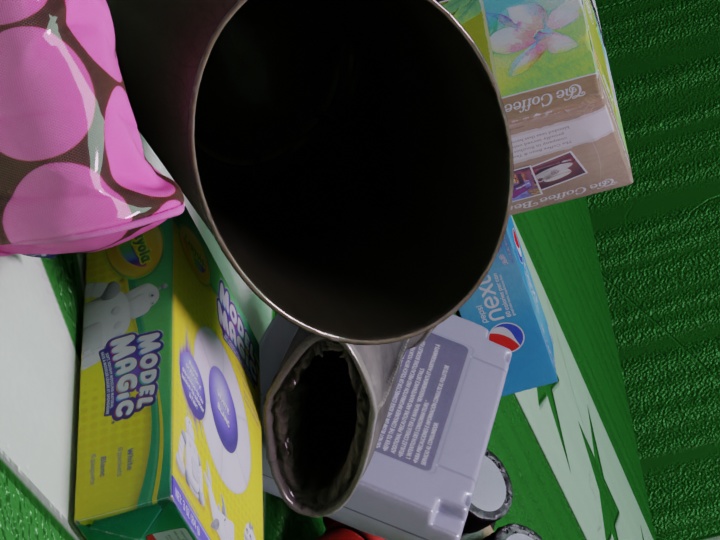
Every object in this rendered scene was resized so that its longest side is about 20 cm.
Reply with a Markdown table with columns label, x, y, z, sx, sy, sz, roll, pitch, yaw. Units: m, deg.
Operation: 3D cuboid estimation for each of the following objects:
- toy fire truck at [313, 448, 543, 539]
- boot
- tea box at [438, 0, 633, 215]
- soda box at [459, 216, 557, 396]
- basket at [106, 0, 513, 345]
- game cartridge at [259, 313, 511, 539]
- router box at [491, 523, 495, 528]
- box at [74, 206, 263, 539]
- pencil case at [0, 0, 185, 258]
| label | x | y | z | sx | sy | sz | roll | pitch | yaw |
| --- | --- | --- | --- | --- | --- | --- | --- | --- | --- |
| toy fire truck | 0.026 | 0.196 | 1.152 | 0.199 | 0.129 | 0.177 | -20 | 78 | -46 |
| boot | 0.002 | -0.001 | 1.083 | 0.200 | 0.072 | 0.183 | -44 | 137 | -63 |
| tea box | 0.091 | -0.153 | 1.720 | 0.134 | 0.199 | 0.198 | 59 | 19 | -58 |
| soda box | 0.120 | 0.014 | 1.999 | 0.064 | 0.067 | 0.201 | -89 | 161 | -58 |
| basket | -0.039 | -0.083 | 0.995 | 0.181 | 0.136 | 0.200 | 60 | -9 | -32 |
| game cartridge | 0.005 | 0.070 | 1.169 | 0.200 | 0.133 | 0.041 | -65 | -179 | -62 |
| router box | 0.041 | 0.131 | 1.471 | 0.200 | 0.051 | 0.150 | -55 | 127 | -76 |
| box | -0.081 | 0.058 | 0.968 | 0.118 | 0.048 | 0.201 | 64 | 14 | -45 |
| pencil case | -0.127 | -0.105 | 0.845 | 0.093 | 0.090 | 0.201 | -15 | 92 | -44 |
